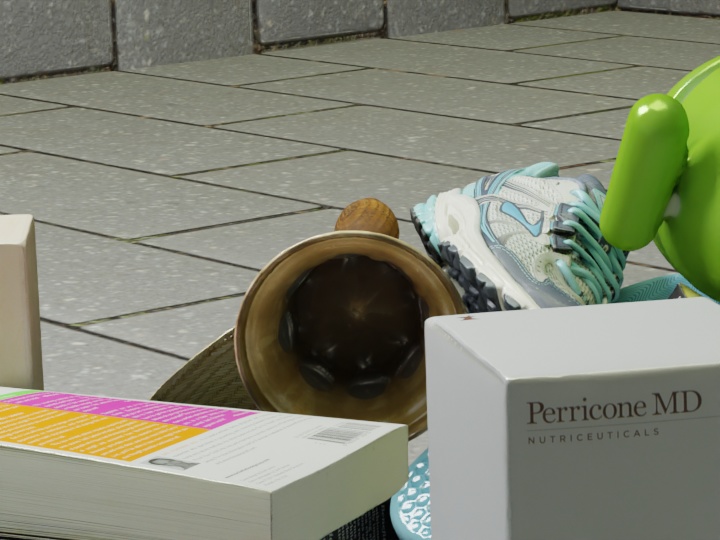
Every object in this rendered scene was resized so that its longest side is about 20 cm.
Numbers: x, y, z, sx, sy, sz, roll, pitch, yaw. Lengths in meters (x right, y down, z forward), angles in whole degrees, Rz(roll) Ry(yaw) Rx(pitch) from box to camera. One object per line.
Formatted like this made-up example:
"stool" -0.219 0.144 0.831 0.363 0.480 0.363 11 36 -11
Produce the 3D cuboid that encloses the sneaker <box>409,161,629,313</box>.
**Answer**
"sneaker" 0.082 -0.008 1.224 0.086 0.078 0.200 -29 22 -2

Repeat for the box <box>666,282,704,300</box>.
"box" 0.098 0.104 1.138 0.050 0.200 0.075 34 8 -6

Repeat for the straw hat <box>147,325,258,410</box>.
"straw hat" -0.030 0.103 1.386 0.201 0.201 0.085 -11 55 -40

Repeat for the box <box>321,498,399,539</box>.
"box" -0.076 0.136 1.224 0.148 0.104 0.200 1 12 16

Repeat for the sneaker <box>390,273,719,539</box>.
"sneaker" 0.110 0.097 1.255 0.200 0.131 0.080 -36 40 -14

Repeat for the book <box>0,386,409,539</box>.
"book" -0.097 0.079 1.135 0.200 0.048 0.134 4 11 24

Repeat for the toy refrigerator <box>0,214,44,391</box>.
"toy refrigerator" -0.182 0.079 1.276 0.070 0.200 0.076 -2 12 -3

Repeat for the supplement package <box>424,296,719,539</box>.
"supplement package" 0.095 0.119 1.032 0.117 0.200 0.117 -4 11 -11

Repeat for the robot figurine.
"robot figurine" 0.191 -0.033 1.165 0.175 0.116 0.200 -6 13 -17

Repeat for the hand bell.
"hand bell" 0.000 0.000 1.294 0.104 0.104 0.200 -1 19 3
